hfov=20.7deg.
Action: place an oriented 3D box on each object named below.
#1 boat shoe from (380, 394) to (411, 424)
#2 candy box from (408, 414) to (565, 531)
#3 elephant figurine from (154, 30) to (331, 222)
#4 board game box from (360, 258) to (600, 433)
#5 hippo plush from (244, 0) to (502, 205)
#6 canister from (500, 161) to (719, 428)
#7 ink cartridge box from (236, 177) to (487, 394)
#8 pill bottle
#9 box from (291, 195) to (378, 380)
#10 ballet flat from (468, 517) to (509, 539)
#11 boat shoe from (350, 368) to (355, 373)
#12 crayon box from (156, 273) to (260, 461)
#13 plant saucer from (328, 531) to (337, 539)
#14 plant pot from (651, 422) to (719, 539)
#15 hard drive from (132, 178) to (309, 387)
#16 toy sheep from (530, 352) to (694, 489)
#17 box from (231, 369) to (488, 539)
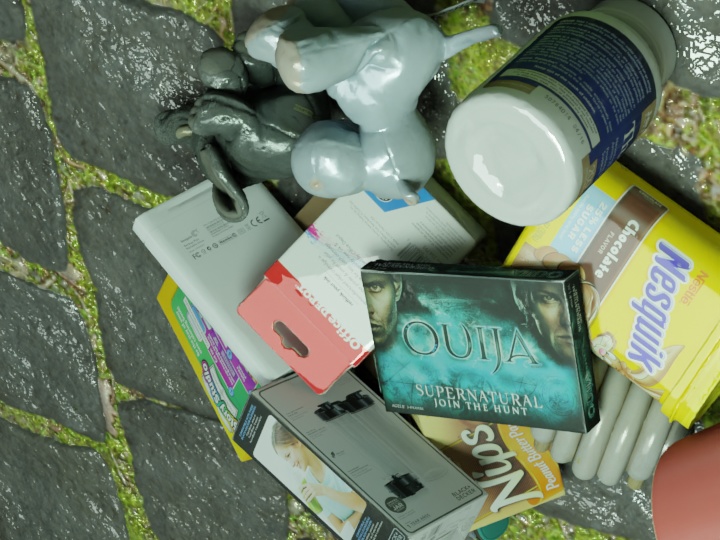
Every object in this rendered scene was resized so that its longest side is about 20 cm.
[{"bbox_3d":[0.009,0.207,1.964,0.074,0.060,0.200,35,137,16],"label":"boat shoe"},{"bbox_3d":[0.106,0.133,1.782,0.055,0.115,0.200,-124,16,-60],"label":"candy box"},{"bbox_3d":[-0.102,-0.115,1.783,0.141,0.155,0.200,4,151,-16],"label":"elephant figurine"},{"bbox_3d":[0.097,0.061,1.636,0.200,0.028,0.136,3,113,35],"label":"board game box"},{"bbox_3d":[0.009,-0.144,1.631,0.200,0.159,0.161,-6,118,-4],"label":"hippo plush"},{"bbox_3d":[0.228,0.011,1.600,0.200,0.087,0.149,37,117,15],"label":"canister"},{"bbox_3d":[0.000,0.000,1.738,0.116,0.067,0.200,46,104,2],"label":"ink cartridge box"},{"bbox_3d":[0.158,-0.127,1.484,0.111,0.200,0.111,22,132,26],"label":"pill bottle"},{"bbox_3d":[0.014,0.014,1.843,0.200,0.021,0.164,46,138,3],"label":"box"},{"bbox_3d":[0.091,0.167,1.867,0.072,0.072,0.201,9,125,34],"label":"ballet flat"},{"bbox_3d":[-0.039,0.128,1.942,0.068,0.072,0.200,13,143,-20],"label":"boat shoe"},{"bbox_3d":[-0.110,0.054,1.893,0.200,0.058,0.173,61,146,23],"label":"crayon box"},{"bbox_3d":[0.015,0.211,1.862,0.200,0.034,0.201,38,140,42],"label":"plant saucer"},{"bbox_3d":[0.340,0.186,1.557,0.177,0.200,0.201,-17,109,36],"label":"plant pot"},{"bbox_3d":[-0.097,0.003,1.804,0.200,0.132,0.027,49,145,16],"label":"hard drive"},{"bbox_3d":[0.216,0.123,1.687,0.200,0.138,0.138,17,132,8],"label":"toy sheep"},{"bbox_3d":[-0.001,0.171,1.725,0.200,0.117,0.060,40,127,23],"label":"box"}]
